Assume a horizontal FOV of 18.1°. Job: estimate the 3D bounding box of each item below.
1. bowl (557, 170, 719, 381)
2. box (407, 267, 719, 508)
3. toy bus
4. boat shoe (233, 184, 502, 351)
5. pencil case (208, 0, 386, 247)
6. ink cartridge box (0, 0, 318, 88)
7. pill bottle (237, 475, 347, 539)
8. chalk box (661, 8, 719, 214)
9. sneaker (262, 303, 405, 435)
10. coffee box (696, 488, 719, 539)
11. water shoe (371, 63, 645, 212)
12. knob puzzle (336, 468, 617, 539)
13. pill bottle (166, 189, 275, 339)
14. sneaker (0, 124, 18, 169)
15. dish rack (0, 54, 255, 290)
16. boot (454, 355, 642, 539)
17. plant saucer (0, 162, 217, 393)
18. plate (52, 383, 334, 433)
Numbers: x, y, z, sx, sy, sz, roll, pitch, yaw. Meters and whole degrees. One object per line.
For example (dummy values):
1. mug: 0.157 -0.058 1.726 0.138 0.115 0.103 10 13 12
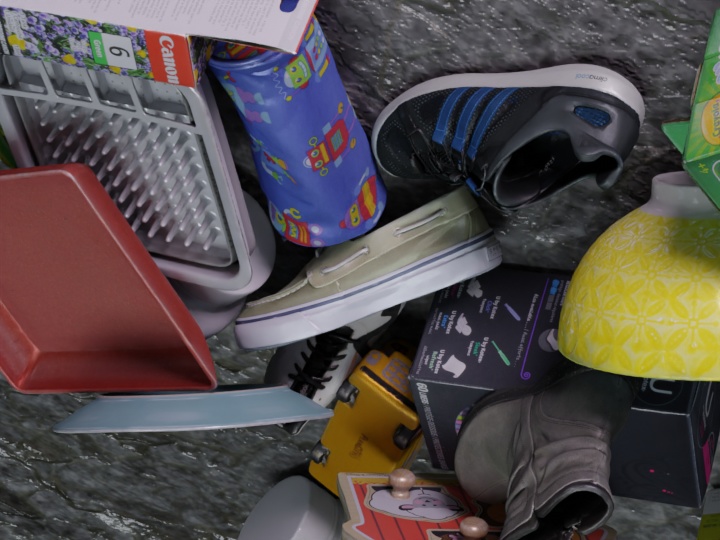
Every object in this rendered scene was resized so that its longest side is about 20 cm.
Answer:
1. bowl: 0.219 -0.004 1.403 0.199 0.200 0.109 2 101 24
2. box: 0.147 0.079 1.580 0.199 0.107 0.123 6 145 19
3. toy bus: 0.016 0.117 1.713 0.065 0.078 0.200 38 150 9
4. boat shoe: 0.000 0.000 1.549 0.199 0.072 0.062 -21 90 15
5. pencil case: -0.045 -0.100 1.453 0.087 0.078 0.200 36 160 37
6. ink cartridge box: -0.115 -0.168 1.361 0.199 0.109 0.051 11 143 13
7. pill bottle: -0.002 0.264 1.913 0.200 0.114 0.114 37 143 -24
8. chalk box: 0.263 -0.080 1.270 0.199 0.124 0.124 -18 132 39
9. sneaker: -0.022 0.055 1.659 0.073 0.080 0.200 24 145 -3
10. coffee box: 0.367 0.287 1.678 0.199 0.199 0.200 -11 136 38
11. water shoe: 0.081 -0.078 1.416 0.199 0.079 0.072 -11 136 38
12. knob puzzle: 0.085 0.176 1.574 0.218 0.220 0.031 10 108 14
13. pill bottle: -0.149 0.007 1.626 0.111 0.112 0.200 36 143 -23
14. sneaker: -0.218 -0.119 1.517 0.083 0.074 0.200 -9 136 42
15. dish rack: -0.150 -0.080 1.464 0.171 0.044 0.201 12 139 24
16. boot: 0.106 0.138 1.472 0.067 0.131 0.200 30 143 -12
17. plant saucer: -0.209 0.002 1.538 0.199 0.037 0.200 -4 131 38
18. plate: -0.118 0.096 1.592 0.199 0.026 0.200 -3 179 0
